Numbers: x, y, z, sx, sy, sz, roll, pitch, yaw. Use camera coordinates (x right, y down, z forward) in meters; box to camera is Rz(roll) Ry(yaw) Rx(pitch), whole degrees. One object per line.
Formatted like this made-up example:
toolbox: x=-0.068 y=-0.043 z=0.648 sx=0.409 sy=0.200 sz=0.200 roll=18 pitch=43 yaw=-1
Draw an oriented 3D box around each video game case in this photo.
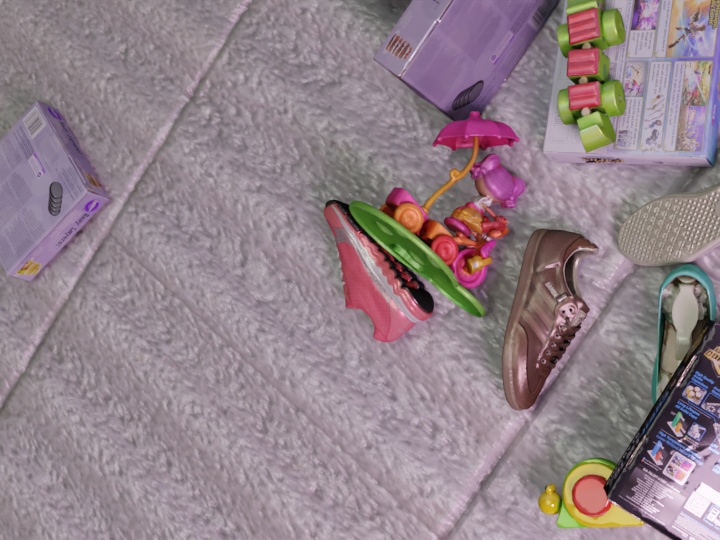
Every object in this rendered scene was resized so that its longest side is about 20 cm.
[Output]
video game case: x=0.302 y=-0.216 z=1.209 sx=0.180 sy=0.045 sz=0.202 roll=6 pitch=83 yaw=32

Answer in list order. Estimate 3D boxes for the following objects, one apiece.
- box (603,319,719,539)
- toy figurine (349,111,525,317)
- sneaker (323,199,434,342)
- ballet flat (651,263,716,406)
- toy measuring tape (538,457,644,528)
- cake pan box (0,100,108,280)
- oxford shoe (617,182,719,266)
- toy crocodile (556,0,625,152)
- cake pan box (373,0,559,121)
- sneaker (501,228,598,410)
box: x=0.366 y=0.182 z=1.052 sx=0.199 sy=0.050 sz=0.199 roll=31 pitch=94 yaw=7
toy figurine: x=0.118 y=-0.079 z=1.242 sx=0.184 sy=0.200 sz=0.150 roll=-51 pitch=17 yaw=-8
sneaker: x=0.000 y=0.000 z=1.319 sx=0.087 sy=0.074 sz=0.201 roll=-45 pitch=61 yaw=18
ballet flat: x=0.324 y=0.091 z=1.120 sx=0.067 sy=0.070 sz=0.202 roll=-2 pitch=80 yaw=26
toy measuring tape: x=0.277 y=0.222 z=1.125 sx=0.198 sy=0.074 sz=0.074 roll=-7 pitch=76 yaw=21
cake pan box: x=-0.478 y=-0.118 z=1.615 sx=0.184 sy=0.052 sz=0.200 roll=-43 pitch=63 yaw=13
oxford shoe: x=0.358 y=-0.053 z=1.143 sx=0.199 sy=0.058 sz=0.076 roll=-26 pitch=74 yaw=38
toy crocodile: x=0.242 y=-0.221 z=1.182 sx=0.067 sy=0.062 sz=0.202 roll=-5 pitch=77 yaw=29
cake pan box: x=0.126 y=-0.275 z=1.239 sx=0.052 sy=0.184 sz=0.201 roll=40 pitch=101 yaw=29
sneaker: x=0.204 y=0.054 z=1.195 sx=0.075 sy=0.070 sz=0.202 roll=7 pitch=84 yaw=29
